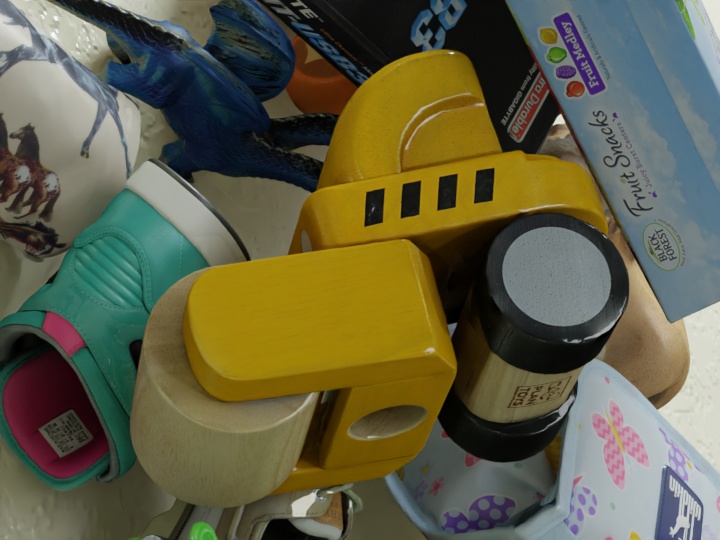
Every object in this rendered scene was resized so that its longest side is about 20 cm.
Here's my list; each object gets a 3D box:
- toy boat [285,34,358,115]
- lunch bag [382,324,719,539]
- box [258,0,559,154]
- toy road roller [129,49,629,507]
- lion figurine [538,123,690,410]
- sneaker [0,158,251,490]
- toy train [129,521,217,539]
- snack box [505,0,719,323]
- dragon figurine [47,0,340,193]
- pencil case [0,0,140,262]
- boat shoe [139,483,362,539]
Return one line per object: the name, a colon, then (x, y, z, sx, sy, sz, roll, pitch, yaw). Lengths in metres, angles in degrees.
toy boat: (0.010, -0.125, 1.389, 0.131, 0.131, 0.200, -51, 118, -26)
lunch bag: (0.099, 0.113, 1.325, 0.170, 0.127, 0.200, 47, 5, -28)
box: (0.041, -0.175, 1.303, 0.198, 0.050, 0.200, 40, 69, -28)
toy road roller: (0.000, 0.000, 1.130, 0.200, 0.123, 0.146, -11, 66, -15)
lion figurine: (0.120, 0.010, 1.458, 0.200, 0.122, 0.072, 51, 41, -29)
sneaker: (-0.093, 0.047, 1.213, 0.121, 0.084, 0.200, -45, 152, -12)
toy train: (-0.033, 0.153, 1.124, 0.200, 0.042, 0.056, 41, 39, -54)
snack box: (0.115, -0.097, 1.215, 0.169, 0.068, 0.200, 62, 13, -21)
dragon figurine: (-0.067, -0.087, 1.280, 0.200, 0.099, 0.059, 50, 42, -27)
pencil case: (-0.175, -0.080, 1.161, 0.200, 0.089, 0.078, 38, 20, -37)
boat shoe: (-0.034, 0.092, 1.199, 0.200, 0.068, 0.075, -62, 151, -1)
